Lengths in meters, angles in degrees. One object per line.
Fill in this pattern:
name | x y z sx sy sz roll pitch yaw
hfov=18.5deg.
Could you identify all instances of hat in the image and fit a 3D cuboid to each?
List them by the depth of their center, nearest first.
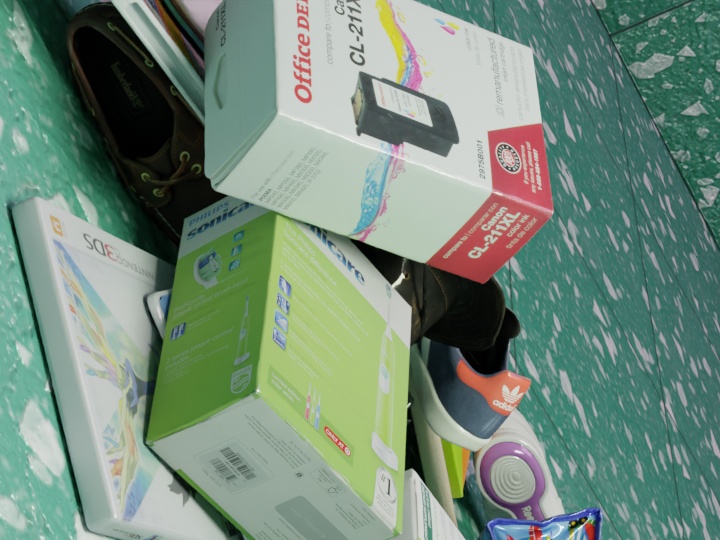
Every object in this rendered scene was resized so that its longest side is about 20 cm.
hat | 0.000 0.000 1.494 0.201 0.081 0.201 38 -24 20

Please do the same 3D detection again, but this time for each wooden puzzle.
wooden puzzle | 0.069 0.088 1.774 0.200 0.037 0.185 -82 164 -52

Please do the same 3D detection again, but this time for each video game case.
video game case | -0.131 0.069 1.303 0.182 0.022 0.200 31 40 -64
video game case | -0.133 -0.163 1.405 0.200 0.017 0.143 54 6 -34

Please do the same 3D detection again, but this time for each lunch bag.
lunch bag | 0.145 0.299 1.701 0.151 0.094 0.200 107 -24 -71

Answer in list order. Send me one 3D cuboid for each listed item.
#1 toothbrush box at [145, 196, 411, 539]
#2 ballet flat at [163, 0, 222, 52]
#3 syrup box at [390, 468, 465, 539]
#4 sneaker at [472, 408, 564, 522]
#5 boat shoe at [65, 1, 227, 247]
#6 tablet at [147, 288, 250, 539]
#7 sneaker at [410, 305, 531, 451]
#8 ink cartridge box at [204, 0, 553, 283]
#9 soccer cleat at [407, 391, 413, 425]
toothbrush box | -0.044 0.061 1.344 0.146 0.086 0.200 47 31 -32
ballet flat | -0.068 -0.155 1.493 0.200 0.069 0.070 49 24 -54
syrup box | 0.050 0.240 1.549 0.200 0.081 0.079 54 22 -34
sneaker | 0.141 0.195 1.872 0.100 0.075 0.200 -98 174 -56
boat shoe | -0.130 -0.080 1.425 0.200 0.070 0.070 56 11 -8
tablet | -0.067 0.101 1.382 0.130 0.014 0.200 -14 80 -66
sneaker | 0.069 0.035 1.624 0.075 0.085 0.200 19 34 -45
ink cartridge box | 0.010 -0.096 1.365 0.200 0.083 0.146 19 48 -27
soccer cleat | -0.013 0.113 1.515 0.068 0.081 0.200 65 16 -9
